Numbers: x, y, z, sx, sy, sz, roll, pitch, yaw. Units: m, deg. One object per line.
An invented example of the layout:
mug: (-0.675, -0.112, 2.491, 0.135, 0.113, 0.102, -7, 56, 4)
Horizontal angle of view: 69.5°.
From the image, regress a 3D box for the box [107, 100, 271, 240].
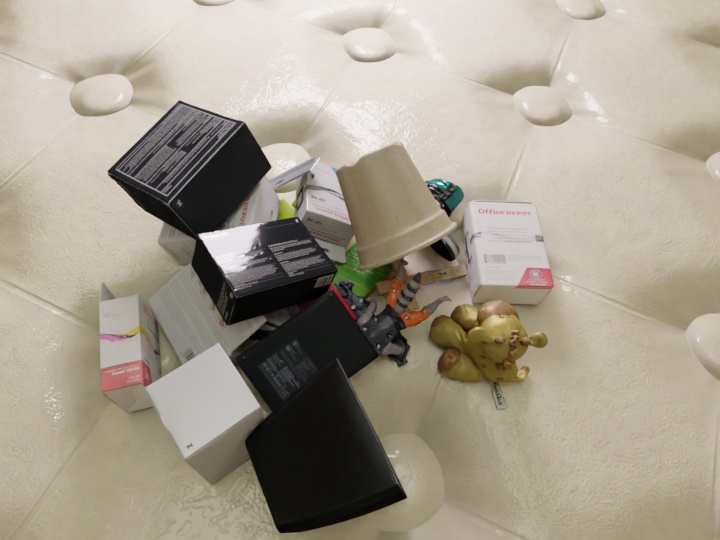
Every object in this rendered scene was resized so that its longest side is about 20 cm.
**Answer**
box: (-0.308, -0.183, 0.950, 0.198, 0.123, 0.200, 26, 69, 33)

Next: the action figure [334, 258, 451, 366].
action figure: (0.034, 0.069, 0.931, 0.200, 0.105, 0.194, 41, 93, 10)

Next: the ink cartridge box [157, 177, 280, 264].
ink cartridge box: (-0.271, -0.101, 1.013, 0.198, 0.084, 0.147, -6, 57, 15)

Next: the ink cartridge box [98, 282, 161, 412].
ink cartridge box: (-0.390, 0.123, 0.884, 0.067, 0.117, 0.201, -12, 61, -10)

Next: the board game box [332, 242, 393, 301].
board game box: (0.000, 0.000, 1.039, 0.095, 0.030, 0.200, 39, 67, 16)

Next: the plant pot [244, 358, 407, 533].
plant pot: (-0.055, 0.283, 0.778, 0.176, 0.200, 0.200, -27, 64, -7)

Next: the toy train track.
toy train track: (0.120, 0.021, 1.031, 0.198, 0.033, 0.116, -11, 71, -20)

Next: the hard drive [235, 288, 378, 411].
hard drive: (-0.088, 0.145, 0.875, 0.199, 0.033, 0.140, -36, 93, 0)

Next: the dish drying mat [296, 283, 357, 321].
dish drying mat: (-0.088, 0.040, 0.957, 0.077, 0.018, 0.200, -35, 58, -9)

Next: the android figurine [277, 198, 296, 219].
android figurine: (-0.164, -0.073, 1.064, 0.182, 0.041, 0.200, -37, 67, -23)

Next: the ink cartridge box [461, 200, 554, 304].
ink cartridge box: (0.290, -0.038, 1.050, 0.144, 0.085, 0.202, 2, 61, -3)

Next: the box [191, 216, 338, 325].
box: (-0.161, -0.006, 0.881, 0.199, 0.079, 0.141, -15, 58, -39)

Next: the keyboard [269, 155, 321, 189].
keyboard: (-0.161, -0.185, 1.065, 0.199, 0.011, 0.057, -17, 37, 38)

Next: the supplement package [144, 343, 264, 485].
supplement package: (-0.220, 0.224, 0.788, 0.119, 0.200, 0.121, -32, 67, -21)

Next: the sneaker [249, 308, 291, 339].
sneaker: (-0.139, 0.078, 0.953, 0.199, 0.076, 0.116, 17, 61, 9)

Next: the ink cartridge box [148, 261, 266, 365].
ink cartridge box: (-0.267, 0.075, 0.922, 0.173, 0.044, 0.200, -41, 66, 5)

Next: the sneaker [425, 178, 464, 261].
sneaker: (0.177, -0.120, 1.096, 0.120, 0.084, 0.201, -30, 64, -9)

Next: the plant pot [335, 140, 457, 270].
plant pot: (0.050, -0.125, 0.947, 0.199, 0.200, 0.185, -27, 98, -18)

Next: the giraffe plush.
giraffe plush: (0.227, 0.122, 0.902, 0.171, 0.163, 0.201, -22, 62, -17)

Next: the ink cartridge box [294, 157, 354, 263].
ink cartridge box: (-0.068, -0.122, 1.045, 0.115, 0.067, 0.201, 16, 46, -23)
